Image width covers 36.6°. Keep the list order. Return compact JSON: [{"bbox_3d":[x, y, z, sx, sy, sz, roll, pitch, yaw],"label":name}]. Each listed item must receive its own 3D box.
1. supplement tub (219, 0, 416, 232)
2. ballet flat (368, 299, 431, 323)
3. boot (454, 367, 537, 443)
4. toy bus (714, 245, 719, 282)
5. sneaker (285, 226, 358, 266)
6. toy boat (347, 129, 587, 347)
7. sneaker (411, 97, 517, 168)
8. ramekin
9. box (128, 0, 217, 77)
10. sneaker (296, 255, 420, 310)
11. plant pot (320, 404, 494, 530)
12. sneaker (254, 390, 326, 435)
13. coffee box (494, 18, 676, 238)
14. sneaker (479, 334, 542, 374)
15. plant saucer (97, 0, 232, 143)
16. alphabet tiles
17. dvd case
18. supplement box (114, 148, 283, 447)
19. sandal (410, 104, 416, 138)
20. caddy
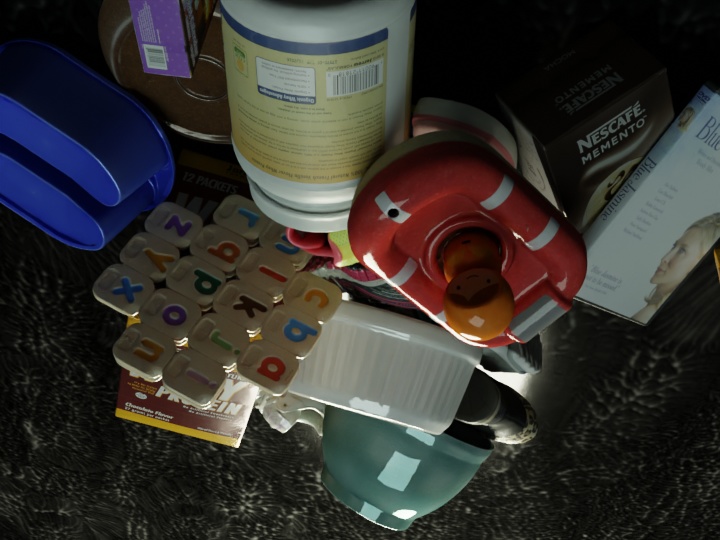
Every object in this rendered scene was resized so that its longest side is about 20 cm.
[{"bbox_3d":[-0.031,-0.144,0.823,0.142,0.146,0.202,6,135,5],"label":"supplement tub"},{"bbox_3d":[0.033,0.006,1.112,0.066,0.069,0.201,8,144,14],"label":"ballet flat"},{"bbox_3d":[0.101,0.128,1.228,0.198,0.074,0.150,23,174,38],"label":"boot"},{"bbox_3d":[0.401,-0.031,0.923,0.197,0.079,0.065,-14,147,16],"label":"toy bus"},{"bbox_3d":[-0.035,-0.058,0.951,0.199,0.090,0.079,31,145,56],"label":"sneaker"},{"bbox_3d":[0.081,-0.003,0.798,0.199,0.132,0.130,37,117,-26],"label":"toy boat"},{"bbox_3d":[0.083,-0.052,0.881,0.074,0.106,0.200,12,163,24],"label":"sneaker"},{"bbox_3d":[0.015,0.094,1.066,0.199,0.096,0.202,16,172,2],"label":"ramekin"},{"bbox_3d":[-0.125,-0.251,0.727,0.038,0.138,0.201,7,146,5],"label":"box"},{"bbox_3d":[0.000,0.000,1.028,0.075,0.081,0.199,48,164,-25],"label":"sneaker"},{"bbox_3d":[0.034,0.207,1.244,0.198,0.135,0.200,30,-176,-2],"label":"plant pot"},{"bbox_3d":[-0.107,0.130,1.290,0.198,0.101,0.075,23,145,-16],"label":"sneaker"},{"bbox_3d":[0.196,-0.085,0.890,0.112,0.080,0.201,-32,138,0],"label":"coffee box"},{"bbox_3d":[0.118,0.063,1.159,0.081,0.076,0.200,-17,138,31],"label":"sneaker"},{"bbox_3d":[-0.130,-0.173,0.929,0.197,0.035,0.201,6,145,4],"label":"plant saucer"},{"bbox_3d":[-0.123,0.021,0.946,0.193,0.201,0.015,25,146,12],"label":"alphabet tiles"},{"bbox_3d":[0.257,-0.047,0.890,0.142,0.018,0.201,18,115,-42],"label":"dvd case"},{"bbox_3d":[-0.147,0.031,1.074,0.131,0.200,0.201,15,144,-6],"label":"supplement box"},{"bbox_3d":[0.062,-0.068,0.982,0.079,0.088,0.200,-15,136,33],"label":"sandal"},{"bbox_3d":[-0.261,-0.116,0.974,0.199,0.105,0.142,34,137,-2],"label":"caddy"}]
